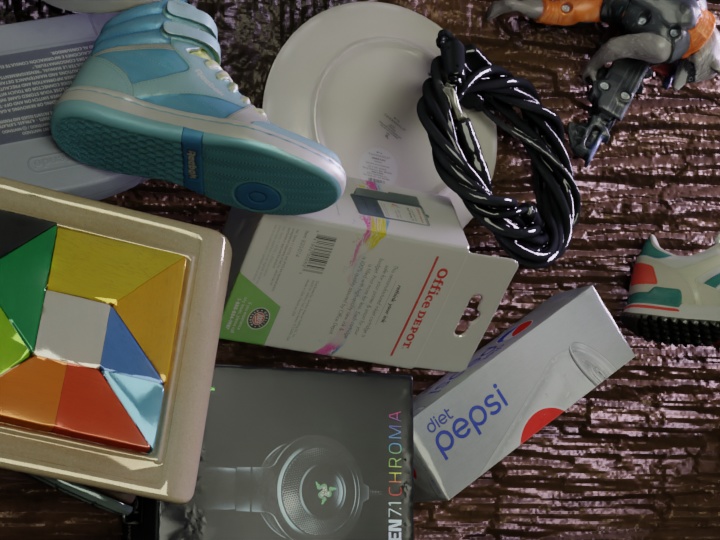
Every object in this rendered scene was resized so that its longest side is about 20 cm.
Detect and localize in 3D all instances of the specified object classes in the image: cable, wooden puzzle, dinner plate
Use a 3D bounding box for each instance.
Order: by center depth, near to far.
[{"bbox_3d":[-0.182,0.039,1.152,0.198,0.037,0.187,15,68,-20],"label":"wooden puzzle"},{"bbox_3d":[0.114,-0.081,1.362,0.200,0.051,0.164,43,32,-38],"label":"cable"},{"bbox_3d":[0.020,-0.111,1.388,0.198,0.024,0.202,4,81,-22],"label":"dinner plate"}]

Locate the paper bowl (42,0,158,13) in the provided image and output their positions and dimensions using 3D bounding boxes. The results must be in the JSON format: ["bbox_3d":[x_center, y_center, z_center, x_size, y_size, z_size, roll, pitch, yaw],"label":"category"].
[{"bbox_3d":[-0.176,-0.255,1.251,0.200,0.200,0.105,-33,139,-24],"label":"paper bowl"}]

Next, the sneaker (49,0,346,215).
[{"bbox_3d":[-0.096,-0.119,1.215,0.198,0.080,0.131,16,56,-2],"label":"sneaker"}]

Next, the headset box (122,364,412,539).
[{"bbox_3d":[-0.071,0.156,1.257,0.198,0.093,0.176,5,79,-22],"label":"headset box"}]

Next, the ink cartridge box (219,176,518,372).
[{"bbox_3d":[0.000,0.000,1.305,0.198,0.118,0.068,11,35,-22],"label":"ink cartridge box"}]

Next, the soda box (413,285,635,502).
[{"bbox_3d":[0.109,0.093,1.369,0.199,0.063,0.069,-34,96,-24],"label":"soda box"}]

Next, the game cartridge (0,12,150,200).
[{"bbox_3d":[-0.220,-0.105,1.234,0.199,0.041,0.134,-13,66,-30],"label":"game cartridge"}]

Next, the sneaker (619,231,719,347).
[{"bbox_3d":[0.307,0.013,1.425,0.198,0.070,0.094,5,68,19],"label":"sneaker"}]

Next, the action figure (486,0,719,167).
[{"bbox_3d":[0.201,-0.192,1.439,0.192,0.105,0.201,24,70,-8],"label":"action figure"}]

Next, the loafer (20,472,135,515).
[{"bbox_3d":[-0.229,0.094,1.186,0.199,0.072,0.063,24,80,8],"label":"loafer"}]
